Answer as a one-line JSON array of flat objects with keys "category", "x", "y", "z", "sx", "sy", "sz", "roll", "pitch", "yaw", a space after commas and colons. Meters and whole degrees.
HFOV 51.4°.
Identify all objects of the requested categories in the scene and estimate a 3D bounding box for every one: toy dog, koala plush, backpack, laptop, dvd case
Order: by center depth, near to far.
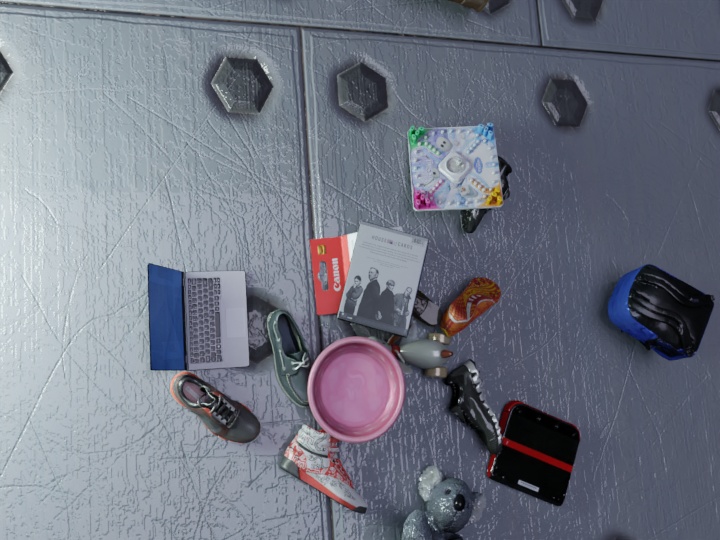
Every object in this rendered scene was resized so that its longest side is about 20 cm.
[{"category": "laptop", "x": -0.300, "y": 0.088, "z": 1.409, "sx": 0.194, "sy": 0.116, "sz": 0.193, "roll": -1, "pitch": 81, "yaw": -19}, {"category": "koala plush", "x": 0.165, "y": 0.502, "z": 1.491, "sx": 0.174, "sy": 0.185, "sz": 0.203, "roll": 25, "pitch": 52, "yaw": 0}, {"category": "dvd case", "x": 0.046, "y": 0.017, "z": 1.508, "sx": 0.146, "sy": 0.025, "sz": 0.205, "roll": 14, "pitch": 80, "yaw": 0}, {"category": "toy dog", "x": 0.113, "y": 0.171, "z": 1.544, "sx": 0.195, "sy": 0.096, "sz": 0.135, "roll": -14, "pitch": 85, "yaw": -20}, {"category": "backpack", "x": 0.663, "y": 0.097, "z": 1.705, "sx": 0.197, "sy": 0.168, "sz": 0.165, "roll": 30, "pitch": 70, "yaw": -7}]

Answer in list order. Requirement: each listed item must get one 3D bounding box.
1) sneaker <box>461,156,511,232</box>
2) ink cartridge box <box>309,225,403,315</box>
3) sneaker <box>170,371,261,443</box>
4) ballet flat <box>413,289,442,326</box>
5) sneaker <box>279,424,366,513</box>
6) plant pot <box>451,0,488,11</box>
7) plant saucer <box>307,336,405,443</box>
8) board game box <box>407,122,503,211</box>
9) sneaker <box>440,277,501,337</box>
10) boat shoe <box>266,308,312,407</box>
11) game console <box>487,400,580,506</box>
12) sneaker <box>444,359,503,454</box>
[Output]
[{"category": "sneaker", "x": 0.289, "y": -0.168, "z": 1.670, "sx": 0.089, "sy": 0.066, "sz": 0.204, "roll": 24, "pitch": 72, "yaw": -10}, {"category": "ink cartridge box", "x": 0.000, "y": 0.000, "z": 1.541, "sx": 0.194, "sy": 0.050, "sz": 0.166, "roll": -5, "pitch": 82, "yaw": -8}, {"category": "sneaker", "x": -0.271, "y": 0.263, "z": 1.406, "sx": 0.197, "sy": 0.082, "sz": 0.078, "roll": 33, "pitch": 72, "yaw": -10}, {"category": "ballet flat", "x": 0.094, "y": 0.046, "z": 1.592, "sx": 0.199, "sy": 0.046, "sz": 0.068, "roll": 40, "pitch": 82, "yaw": -3}, {"category": "sneaker", "x": -0.052, "y": 0.385, "z": 1.467, "sx": 0.199, "sy": 0.067, "sz": 0.110, "roll": 33, "pitch": 75, "yaw": -8}, {"category": "plant pot", "x": 0.191, "y": -0.702, "z": 1.680, "sx": 0.192, "sy": 0.200, "sz": 0.206, "roll": 4, "pitch": 79, "yaw": -10}, {"category": "plant saucer", "x": -0.010, "y": 0.235, "z": 1.480, "sx": 0.194, "sy": 0.051, "sz": 0.207, "roll": 2, "pitch": 81, "yaw": -10}, {"category": "board game box", "x": 0.206, "y": -0.229, "z": 1.629, "sx": 0.194, "sy": 0.026, "sz": 0.205, "roll": -2, "pitch": 68, "yaw": -1}, {"category": "sneaker", "x": 0.234, "y": 0.074, "z": 1.615, "sx": 0.198, "sy": 0.078, "sz": 0.073, "roll": -27, "pitch": 68, "yaw": -42}, {"category": "boat shoe", "x": -0.133, "y": 0.174, "z": 1.478, "sx": 0.071, "sy": 0.062, "sz": 0.205, "roll": -18, "pitch": 87, "yaw": -22}, {"category": "game console", "x": 0.382, "y": 0.397, "z": 1.636, "sx": 0.196, "sy": 0.031, "sz": 0.181, "roll": 23, "pitch": 79, "yaw": -13}, {"category": "sneaker", "x": 0.233, "y": 0.299, "z": 1.582, "sx": 0.088, "sy": 0.066, "sz": 0.205, "roll": -18, "pitch": 83, "yaw": -17}]
